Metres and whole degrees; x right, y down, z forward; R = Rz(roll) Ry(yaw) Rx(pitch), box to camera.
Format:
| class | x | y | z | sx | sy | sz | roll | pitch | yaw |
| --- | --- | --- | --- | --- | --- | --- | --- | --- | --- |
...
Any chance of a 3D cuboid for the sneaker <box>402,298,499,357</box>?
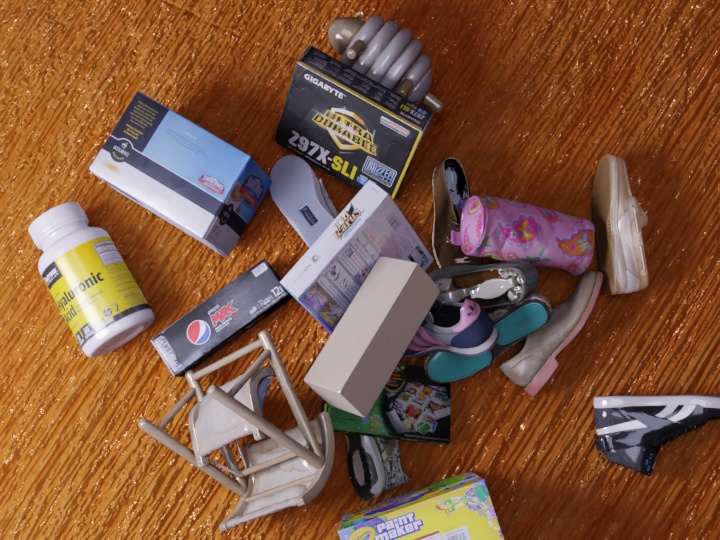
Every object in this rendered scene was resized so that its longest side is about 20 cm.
| class | x | y | z | sx | sy | sz | roll | pitch | yaw |
| --- | --- | --- | --- | --- | --- | --- | --- | --- | --- |
| sneaker | 0.092 | 0.070 | 1.500 | 0.198 | 0.082 | 0.071 | -6 | 41 | 37 |

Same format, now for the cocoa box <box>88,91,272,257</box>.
| class | x | y | z | sx | sy | sz | roll | pitch | yaw |
| --- | --- | --- | --- | --- | --- | --- | --- | --- | --- |
| cocoa box | -0.247 | -0.133 | 1.531 | 0.198 | 0.133 | 0.132 | 30 | 85 | 13 |

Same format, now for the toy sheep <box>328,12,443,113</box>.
| class | x | y | z | sx | sy | sz | roll | pitch | yaw |
| --- | --- | --- | --- | --- | --- | --- | --- | --- | --- |
| toy sheep | 0.036 | -0.288 | 1.565 | 0.200 | 0.138 | 0.138 | 41 | 85 | -8 |

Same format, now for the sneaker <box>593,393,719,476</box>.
| class | x | y | z | sx | sy | sz | roll | pitch | yaw |
| --- | --- | --- | --- | --- | --- | --- | --- | --- | --- |
| sneaker | 0.426 | 0.230 | 1.529 | 0.197 | 0.073 | 0.114 | -1 | 86 | 9 |

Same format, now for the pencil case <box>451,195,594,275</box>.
| class | x | y | z | sx | sy | sz | roll | pitch | yaw |
| --- | --- | --- | --- | --- | --- | --- | --- | --- | --- |
| pencil case | 0.229 | -0.048 | 1.525 | 0.197 | 0.087 | 0.089 | 9 | 82 | -22 |

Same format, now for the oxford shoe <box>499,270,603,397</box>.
| class | x | y | z | sx | sy | sz | roll | pitch | yaw |
| --- | --- | --- | --- | --- | --- | --- | --- | --- | --- |
| oxford shoe | 0.271 | 0.076 | 1.546 | 0.074 | 0.070 | 0.201 | 33 | 84 | 7 |

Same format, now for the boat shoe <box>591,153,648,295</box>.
| class | x | y | z | sx | sy | sz | roll | pitch | yaw |
| --- | --- | --- | --- | --- | --- | --- | --- | --- | --- |
| boat shoe | 0.377 | -0.066 | 1.567 | 0.068 | 0.074 | 0.203 | 0 | 84 | -12 |

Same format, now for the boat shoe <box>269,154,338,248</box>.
| class | x | y | z | sx | sy | sz | roll | pitch | yaw |
| --- | --- | --- | --- | --- | --- | --- | --- | --- | --- |
| boat shoe | -0.062 | -0.077 | 1.568 | 0.074 | 0.086 | 0.203 | -36 | 55 | 1 |

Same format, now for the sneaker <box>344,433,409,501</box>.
| class | x | y | z | sx | sy | sz | roll | pitch | yaw |
| --- | --- | --- | --- | --- | --- | --- | --- | --- | --- |
| sneaker | 0.024 | 0.218 | 1.543 | 0.087 | 0.077 | 0.203 | -1 | 80 | -31 |

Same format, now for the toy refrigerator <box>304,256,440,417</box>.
| class | x | y | z | sx | sy | sz | roll | pitch | yaw |
| --- | --- | --- | --- | --- | --- | --- | --- | --- | --- |
| toy refrigerator | 0.018 | 0.086 | 1.432 | 0.070 | 0.075 | 0.201 | 46 | 66 | -37 |

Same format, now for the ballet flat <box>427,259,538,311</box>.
| class | x | y | z | sx | sy | sz | roll | pitch | yaw |
| --- | --- | --- | --- | --- | --- | --- | --- | --- | --- |
| ballet flat | 0.148 | 0.026 | 1.511 | 0.198 | 0.064 | 0.068 | -13 | 99 | 30 |

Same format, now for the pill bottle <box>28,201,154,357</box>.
| class | x | y | z | sx | sy | sz | roll | pitch | yaw |
| --- | --- | --- | --- | --- | --- | --- | --- | --- | --- |
| pill bottle | -0.383 | 0.010 | 1.538 | 0.110 | 0.111 | 0.202 | -31 | 83 | -3 |

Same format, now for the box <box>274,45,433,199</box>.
| class | x | y | z | sx | sy | sz | roll | pitch | yaw |
| --- | --- | --- | --- | --- | --- | --- | --- | --- | --- |
| box | -0.013 | -0.200 | 1.539 | 0.198 | 0.160 | 0.050 | 30 | 51 | 4 |

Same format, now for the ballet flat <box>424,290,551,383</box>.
| class | x | y | z | sx | sy | sz | roll | pitch | yaw |
| --- | --- | --- | --- | --- | --- | --- | --- | --- | --- |
| ballet flat | 0.179 | 0.091 | 1.539 | 0.199 | 0.075 | 0.068 | -32 | 102 | 10 |

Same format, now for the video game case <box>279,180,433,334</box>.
| class | x | y | z | sx | sy | sz | roll | pitch | yaw |
| --- | --- | --- | --- | --- | --- | --- | --- | --- | --- |
| video game case | 0.000 | 0.000 | 1.496 | 0.045 | 0.200 | 0.182 | 36 | 82 | 33 |

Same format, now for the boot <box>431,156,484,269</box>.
| class | x | y | z | sx | sy | sz | roll | pitch | yaw |
| --- | --- | --- | --- | --- | --- | --- | --- | --- | --- |
| boot | 0.137 | -0.063 | 1.562 | 0.072 | 0.075 | 0.203 | -9 | 84 | -3 |

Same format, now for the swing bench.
| class | x | y | z | sx | sy | sz | roll | pitch | yaw |
| --- | --- | --- | --- | --- | --- | --- | --- | --- | --- |
| swing bench | -0.152 | 0.218 | 1.445 | 0.201 | 0.198 | 0.130 | 52 | 45 | -10 |

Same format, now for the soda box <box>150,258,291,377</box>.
| class | x | y | z | sx | sy | sz | roll | pitch | yaw |
| --- | --- | --- | --- | --- | --- | --- | --- | --- | --- |
| soda box | -0.195 | 0.068 | 1.549 | 0.199 | 0.071 | 0.064 | -35 | 85 | -3 |

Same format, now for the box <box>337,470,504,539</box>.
| class | x | y | z | sx | sy | sz | roll | pitch | yaw |
| --- | --- | --- | --- | --- | --- | --- | --- | --- | --- |
| box | 0.082 | 0.360 | 1.449 | 0.197 | 0.193 | 0.124 | -19 | 83 | -3 |

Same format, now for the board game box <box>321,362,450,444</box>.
| class | x | y | z | sx | sy | sz | roll | pitch | yaw |
| --- | --- | --- | --- | --- | --- | --- | --- | --- | --- |
| board game box | 0.038 | 0.177 | 1.503 | 0.198 | 0.023 | 0.106 | 12 | 73 | -28 |
